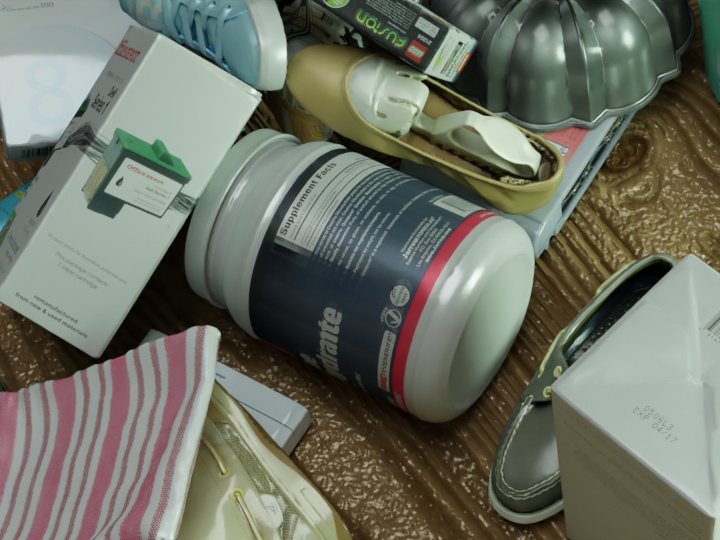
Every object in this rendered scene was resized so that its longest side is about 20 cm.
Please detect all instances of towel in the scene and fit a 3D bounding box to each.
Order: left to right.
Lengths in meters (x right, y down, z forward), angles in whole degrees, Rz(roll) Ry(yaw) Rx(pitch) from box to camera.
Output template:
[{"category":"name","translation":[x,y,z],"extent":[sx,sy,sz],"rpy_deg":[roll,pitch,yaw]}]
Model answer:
[{"category":"towel","translation":[-0.171,0.119,1.156],"extent":[0.199,0.030,0.147],"rpy_deg":[-20,48,38]}]

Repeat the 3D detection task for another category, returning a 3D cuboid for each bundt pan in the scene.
[{"category":"bundt pan","translation":[0.138,-0.200,1.336],"extent":[0.201,0.076,0.203],"rpy_deg":[-5,57,7]}]

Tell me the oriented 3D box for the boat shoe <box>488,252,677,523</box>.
[{"category":"boat shoe","translation":[0.146,0.072,1.209],"extent":[0.072,0.060,0.202],"rpy_deg":[29,66,24]}]

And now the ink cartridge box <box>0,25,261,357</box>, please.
[{"category":"ink cartridge box","translation":[-0.161,-0.058,1.243],"extent":[0.084,0.146,0.201],"rpy_deg":[32,90,-17]}]

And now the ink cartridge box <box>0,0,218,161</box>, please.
[{"category":"ink cartridge box","translation":[-0.189,-0.187,1.346],"extent":[0.159,0.047,0.201],"rpy_deg":[-9,82,-13]}]

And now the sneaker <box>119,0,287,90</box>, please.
[{"category":"sneaker","translation":[-0.118,-0.175,1.275],"extent":[0.082,0.074,0.200],"rpy_deg":[-17,39,-22]}]

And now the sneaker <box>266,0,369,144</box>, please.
[{"category":"sneaker","translation":[-0.032,-0.155,1.341],"extent":[0.087,0.076,0.200],"rpy_deg":[-13,31,-10]}]

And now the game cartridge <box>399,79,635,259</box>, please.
[{"category":"game cartridge","translation":[0.117,-0.111,1.346],"extent":[0.133,0.041,0.200],"rpy_deg":[22,63,25]}]

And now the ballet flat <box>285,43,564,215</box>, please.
[{"category":"ballet flat","translation":[0.048,-0.103,1.241],"extent":[0.199,0.063,0.069],"rpy_deg":[24,70,-13]}]

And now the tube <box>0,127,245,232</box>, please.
[{"category":"tube","translation":[-0.184,-0.071,1.363],"extent":[0.200,0.050,0.077],"rpy_deg":[-38,69,-22]}]

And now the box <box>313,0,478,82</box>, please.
[{"category":"box","translation":[-0.020,-0.195,1.254],"extent":[0.200,0.110,0.035],"rpy_deg":[34,99,11]}]

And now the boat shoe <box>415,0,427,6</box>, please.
[{"category":"boat shoe","translation":[0.008,-0.231,1.398],"extent":[0.072,0.072,0.200],"rpy_deg":[-37,44,9]}]

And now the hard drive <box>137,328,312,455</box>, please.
[{"category":"hard drive","translation":[-0.140,0.145,1.226],"extent":[0.131,0.027,0.200],"rpy_deg":[25,65,22]}]

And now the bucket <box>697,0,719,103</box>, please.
[{"category":"bucket","translation":[0.329,-0.190,1.304],"extent":[0.206,0.135,0.208],"rpy_deg":[-3,58,5]}]

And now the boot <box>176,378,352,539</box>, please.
[{"category":"boot","translation":[-0.121,0.152,1.163],"extent":[0.155,0.073,0.200],"rpy_deg":[-40,64,-15]}]

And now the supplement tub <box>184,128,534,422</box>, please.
[{"category":"supplement tub","translation":[0.000,0.000,1.229],"extent":[0.199,0.141,0.141],"rpy_deg":[25,64,22]}]

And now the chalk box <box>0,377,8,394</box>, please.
[{"category":"chalk box","translation":[-0.317,0.086,1.233],"extent":[0.123,0.125,0.200],"rpy_deg":[21,62,20]}]

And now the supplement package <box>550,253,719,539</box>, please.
[{"category":"supplement package","translation":[0.196,0.111,1.093],"extent":[0.120,0.200,0.121],"rpy_deg":[-42,61,-17]}]
